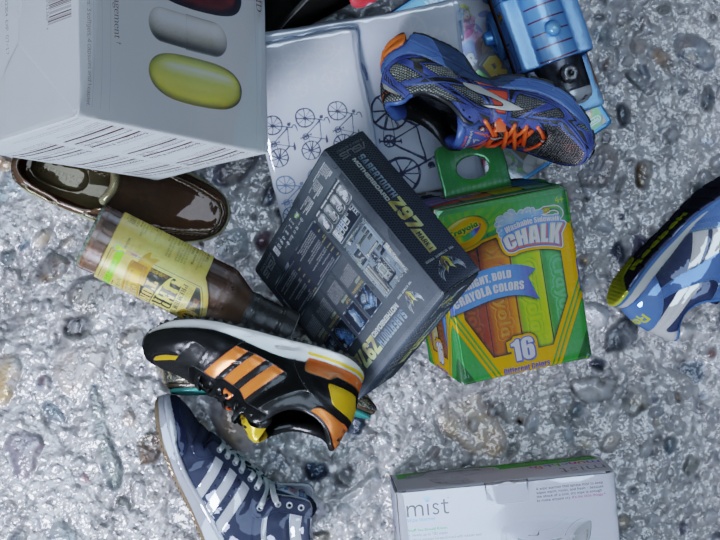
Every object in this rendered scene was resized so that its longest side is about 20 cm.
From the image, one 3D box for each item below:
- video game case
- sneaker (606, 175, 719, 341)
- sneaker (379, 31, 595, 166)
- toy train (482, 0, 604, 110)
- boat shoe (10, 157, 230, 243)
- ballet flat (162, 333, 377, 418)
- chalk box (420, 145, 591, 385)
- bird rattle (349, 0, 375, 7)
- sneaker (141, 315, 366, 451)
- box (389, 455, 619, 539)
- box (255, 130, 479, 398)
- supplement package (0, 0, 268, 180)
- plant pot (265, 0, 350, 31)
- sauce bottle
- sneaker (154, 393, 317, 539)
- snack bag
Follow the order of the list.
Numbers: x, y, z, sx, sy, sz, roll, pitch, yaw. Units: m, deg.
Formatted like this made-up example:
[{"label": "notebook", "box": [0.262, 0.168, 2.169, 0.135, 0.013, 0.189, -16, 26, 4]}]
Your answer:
[{"label": "video game case", "box": [0.122, -0.183, 1.287, 0.143, 0.018, 0.200, -33, 93, -1]}, {"label": "sneaker", "box": [0.322, -0.020, 1.277, 0.082, 0.074, 0.200, 44, 96, -5]}, {"label": "sneaker", "box": [0.104, -0.128, 1.174, 0.200, 0.075, 0.078, 19, 54, -1]}, {"label": "toy train", "box": [0.155, -0.223, 1.222, 0.087, 0.114, 0.200, -19, 92, -2]}, {"label": "boat shoe", "box": [-0.219, -0.068, 1.244, 0.202, 0.075, 0.075, 12, 91, -3]}, {"label": "ballet flat", "box": [-0.080, 0.087, 1.264, 0.200, 0.068, 0.075, 7, 78, 0]}, {"label": "chalk box", "box": [0.115, -0.016, 1.221, 0.125, 0.124, 0.200, -13, 99, -10]}, {"label": "bird rattle", "box": [0.028, -0.315, 1.089, 0.200, 0.113, 0.163, -42, 90, -11]}, {"label": "sneaker", "box": [-0.100, 0.101, 1.189, 0.200, 0.070, 0.090, 11, 63, 7]}, {"label": "box", "box": [0.133, 0.269, 1.260, 0.200, 0.097, 0.177, -6, 91, -2]}, {"label": "box", "box": [0.000, 0.000, 1.186, 0.051, 0.200, 0.158, -30, 74, -34]}, {"label": "supplement package", "box": [-0.195, -0.187, 1.120, 0.147, 0.200, 0.191, -8, 81, 40]}, {"label": "plant pot", "box": [-0.017, -0.335, 1.200, 0.177, 0.200, 0.200, -20, 92, -16]}, {"label": "sauce bottle", "box": [-0.150, 0.011, 1.217, 0.200, 0.065, 0.065, 26, 90, -7]}, {"label": "sneaker", "box": [-0.108, 0.190, 1.258, 0.108, 0.070, 0.200, -22, 99, 3]}, {"label": "snack bag", "box": [0.008, -0.137, 1.236, 0.200, 0.021, 0.189, -10, 118, 2]}]
